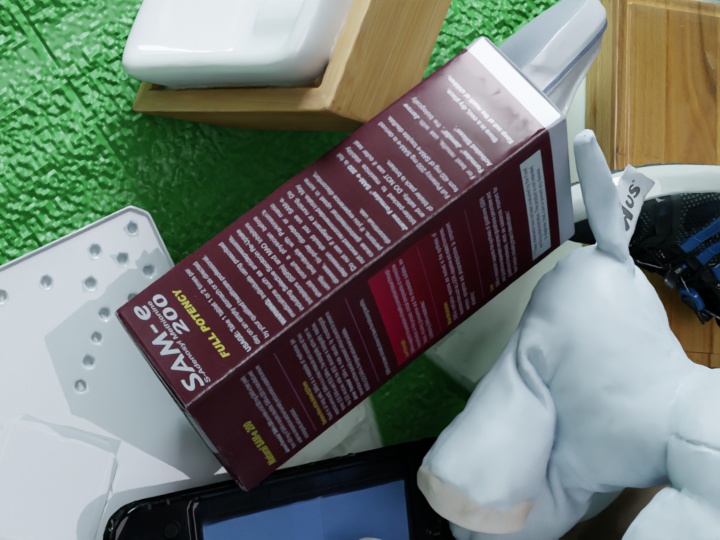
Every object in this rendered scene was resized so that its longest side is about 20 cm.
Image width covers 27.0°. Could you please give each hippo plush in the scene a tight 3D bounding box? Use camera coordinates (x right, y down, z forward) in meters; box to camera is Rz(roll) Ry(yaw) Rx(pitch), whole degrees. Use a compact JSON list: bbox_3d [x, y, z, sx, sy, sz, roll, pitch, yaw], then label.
[{"bbox_3d":[0.143,0.075,0.672,0.159,0.160,0.201,20,98,-61],"label":"hippo plush"}]

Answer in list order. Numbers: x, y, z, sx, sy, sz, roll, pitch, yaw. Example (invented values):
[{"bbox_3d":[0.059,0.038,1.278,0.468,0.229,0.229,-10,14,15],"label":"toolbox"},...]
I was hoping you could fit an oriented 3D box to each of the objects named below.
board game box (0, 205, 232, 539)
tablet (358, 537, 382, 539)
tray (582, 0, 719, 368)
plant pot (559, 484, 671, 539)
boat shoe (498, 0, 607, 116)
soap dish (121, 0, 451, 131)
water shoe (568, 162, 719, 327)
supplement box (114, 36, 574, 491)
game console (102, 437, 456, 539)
[{"bbox_3d":[-0.147,0.101,0.695,0.199,0.026,0.201,-27,95,-22],"label":"board game box"},{"bbox_3d":[0.065,0.184,0.617,0.198,0.014,0.130,16,40,18],"label":"tablet"},{"bbox_3d":[0.175,-0.048,0.831,0.098,0.037,0.202,4,83,-21],"label":"tray"},{"bbox_3d":[0.187,0.190,0.741,0.198,0.174,0.203,2,84,-22],"label":"plant pot"},{"bbox_3d":[0.069,-0.056,0.778,0.065,0.074,0.200,43,82,-17],"label":"boat shoe"},{"bbox_3d":[-0.017,-0.156,0.706,0.081,0.157,0.202,30,75,-38],"label":"soap dish"},{"bbox_3d":[0.181,-0.010,0.768,0.198,0.071,0.080,0,84,-25],"label":"water shoe"},{"bbox_3d":[0.000,0.000,0.664,0.199,0.109,0.061,-38,63,-9],"label":"supplement box"},{"bbox_3d":[0.002,0.178,0.674,0.198,0.118,0.174,-7,94,-32],"label":"game console"}]
